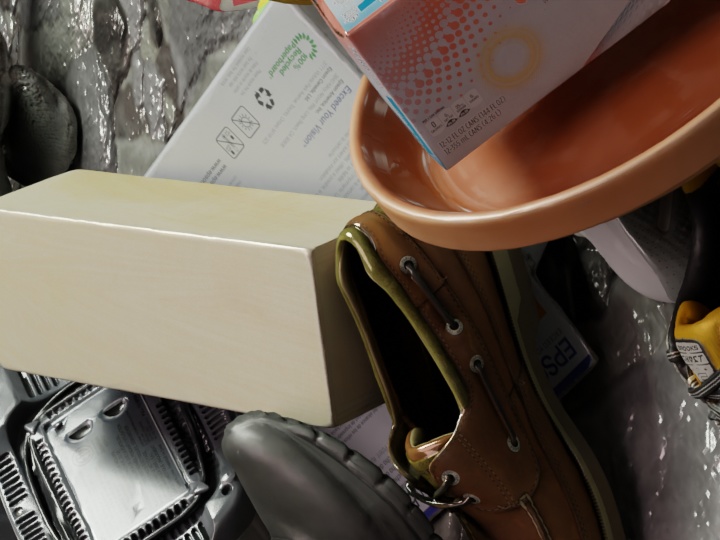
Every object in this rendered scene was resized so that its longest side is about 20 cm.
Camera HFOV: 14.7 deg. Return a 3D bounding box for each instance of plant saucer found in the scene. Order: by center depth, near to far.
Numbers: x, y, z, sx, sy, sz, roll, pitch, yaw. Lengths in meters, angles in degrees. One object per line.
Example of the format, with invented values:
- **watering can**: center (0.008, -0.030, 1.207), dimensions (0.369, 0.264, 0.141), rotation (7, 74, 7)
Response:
- **plant saucer**: center (0.087, -0.081, 0.970), dimensions (0.199, 0.032, 0.201), rotation (-27, 33, 19)

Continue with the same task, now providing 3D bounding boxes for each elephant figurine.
- **elephant figurine**: center (-0.230, -0.080, 1.536), dimensions (0.142, 0.154, 0.201), rotation (-63, -3, -62)

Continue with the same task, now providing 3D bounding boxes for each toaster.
- **toaster**: center (-0.084, 0.114, 1.269), dimensions (0.113, 0.129, 0.200), rotation (-35, 46, 1)

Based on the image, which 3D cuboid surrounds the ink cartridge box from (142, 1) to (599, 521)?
- **ink cartridge box**: center (0.000, 0.000, 1.195), dimensions (0.200, 0.041, 0.200), rotation (50, 140, 6)

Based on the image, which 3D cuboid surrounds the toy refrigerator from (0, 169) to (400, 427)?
- **toy refrigerator**: center (-0.067, 0.008, 1.174), dimensions (0.199, 0.070, 0.076), rotation (7, 111, 42)

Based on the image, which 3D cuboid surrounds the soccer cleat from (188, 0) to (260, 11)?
- **soccer cleat**: center (-0.053, -0.221, 1.308), dimensions (0.076, 0.067, 0.202), rotation (7, 92, 28)

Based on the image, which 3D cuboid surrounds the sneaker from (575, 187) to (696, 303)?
- **sneaker**: center (0.089, -0.045, 1.057), dimensions (0.201, 0.070, 0.081), rotation (-115, 32, -47)

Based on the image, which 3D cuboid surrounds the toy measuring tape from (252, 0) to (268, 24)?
- **toy measuring tape**: center (-0.030, -0.090, 1.250), dimensions (0.200, 0.073, 0.074), rotation (-35, 61, 55)

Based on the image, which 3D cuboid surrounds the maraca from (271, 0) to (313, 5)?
- **maraca**: center (0.012, -0.174, 1.044), dimensions (0.137, 0.199, 0.107), rotation (50, 172, 36)

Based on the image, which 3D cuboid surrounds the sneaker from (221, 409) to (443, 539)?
- **sneaker**: center (0.003, 0.144, 1.094), dimensions (0.200, 0.091, 0.076), rotation (52, 167, -3)

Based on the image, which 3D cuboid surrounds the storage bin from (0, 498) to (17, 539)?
- **storage bin**: center (-0.176, 0.122, 1.400), dimensions (0.145, 0.199, 0.135), rotation (-2, 80, 61)

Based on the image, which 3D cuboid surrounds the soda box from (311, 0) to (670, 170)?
- **soda box**: center (0.081, -0.126, 0.939), dimensions (0.200, 0.068, 0.064), rotation (-37, 33, 4)

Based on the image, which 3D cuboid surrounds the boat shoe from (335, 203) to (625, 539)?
- **boat shoe**: center (0.042, 0.067, 1.089), dimensions (0.072, 0.068, 0.201), rotation (-22, 89, 53)

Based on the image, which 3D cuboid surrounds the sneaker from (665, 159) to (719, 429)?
- **sneaker**: center (0.139, 0.041, 0.948), dimensions (0.078, 0.082, 0.202), rotation (-14, 79, 59)
